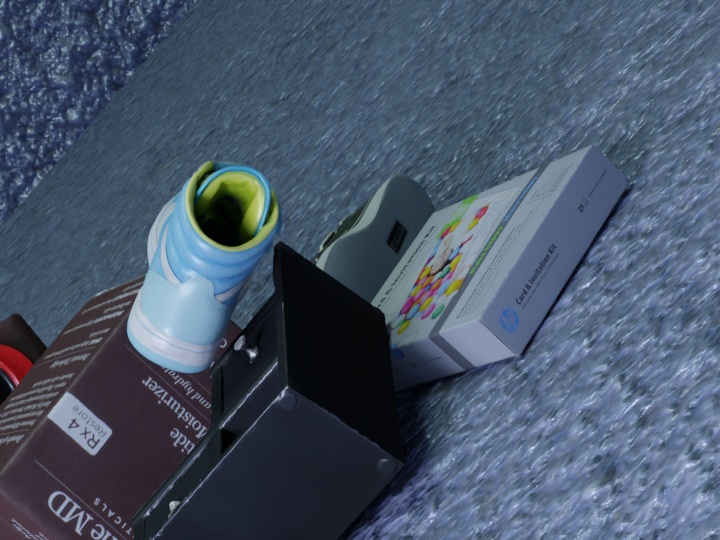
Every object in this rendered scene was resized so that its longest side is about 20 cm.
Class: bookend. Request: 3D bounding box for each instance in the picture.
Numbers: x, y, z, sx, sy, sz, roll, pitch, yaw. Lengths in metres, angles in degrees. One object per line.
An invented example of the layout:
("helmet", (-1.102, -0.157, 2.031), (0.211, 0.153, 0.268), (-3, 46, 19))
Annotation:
("bookend", (-0.073, 0.117, 1.437), (0.199, 0.092, 0.200), (-49, 19, 19))

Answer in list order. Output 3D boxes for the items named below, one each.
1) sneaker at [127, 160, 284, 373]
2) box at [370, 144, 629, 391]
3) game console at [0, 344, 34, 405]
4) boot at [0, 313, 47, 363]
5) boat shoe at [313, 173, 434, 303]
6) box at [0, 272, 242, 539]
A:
("sneaker", (-0.090, -0.033, 1.481), (0.200, 0.079, 0.131), (-86, 21, -58))
("box", (0.075, 0.005, 1.502), (0.156, 0.041, 0.200), (-55, 16, -27))
("game console", (-0.286, 0.160, 1.710), (0.176, 0.201, 0.031), (-11, 11, 38))
("boot", (-0.212, 0.089, 1.742), (0.186, 0.200, 0.064), (-43, -14, -20))
("boat shoe", (0.000, 0.000, 1.685), (0.064, 0.071, 0.200), (-36, 10, 32))
("box", (-0.162, 0.131, 1.581), (0.200, 0.166, 0.164), (-53, 16, -24))
